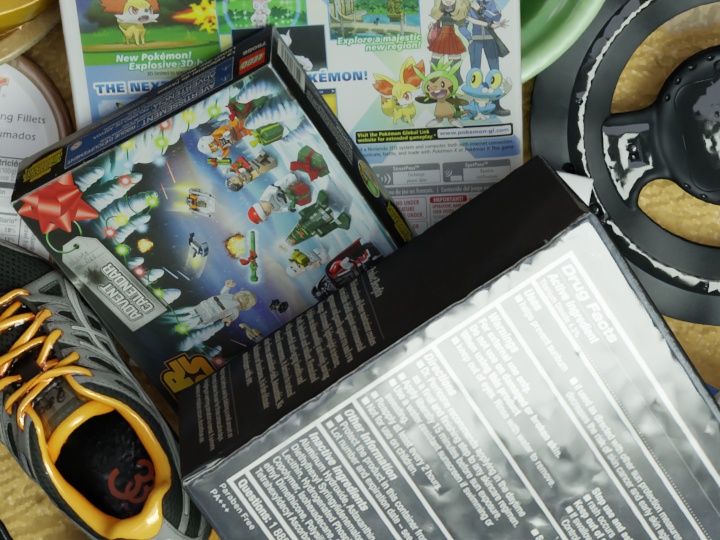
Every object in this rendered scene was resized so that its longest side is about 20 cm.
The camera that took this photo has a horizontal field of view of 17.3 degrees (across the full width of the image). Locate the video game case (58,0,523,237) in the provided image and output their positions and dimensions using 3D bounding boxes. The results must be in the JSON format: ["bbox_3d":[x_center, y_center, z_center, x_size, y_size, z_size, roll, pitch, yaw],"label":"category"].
[{"bbox_3d":[-0.027,-0.061,1.065,0.199,0.022,0.183,-3,123,2],"label":"video game case"}]

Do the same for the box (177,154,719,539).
[{"bbox_3d":[0.058,0.093,1.014,0.198,0.123,0.200,-33,106,5],"label":"box"}]

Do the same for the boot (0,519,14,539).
[{"bbox_3d":[-0.197,0.126,1.029,0.073,0.162,0.199,-35,99,1],"label":"boot"}]

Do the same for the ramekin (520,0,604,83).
[{"bbox_3d":[0.021,-0.174,1.117,0.199,0.098,0.201,0,91,-8],"label":"ramekin"}]

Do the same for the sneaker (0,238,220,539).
[{"bbox_3d":[-0.136,0.053,1.061,0.078,0.077,0.200,-44,78,-4],"label":"sneaker"}]

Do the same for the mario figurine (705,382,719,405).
[{"bbox_3d":[0.212,0.073,1.139,0.199,0.106,0.124,28,49,4],"label":"mario figurine"}]

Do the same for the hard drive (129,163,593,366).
[{"bbox_3d":[0.000,0.000,1.139,0.199,0.025,0.133,12,95,-2],"label":"hard drive"}]

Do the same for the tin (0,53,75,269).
[{"bbox_3d":[-0.193,-0.012,1.121,0.111,0.042,0.201,5,90,-13],"label":"tin"}]

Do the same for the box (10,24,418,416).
[{"bbox_3d":[-0.045,0.003,1.070,0.137,0.040,0.200,-27,119,17],"label":"box"}]

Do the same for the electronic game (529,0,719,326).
[{"bbox_3d":[0.182,-0.071,1.159,0.199,0.042,0.201,1,100,4],"label":"electronic game"}]

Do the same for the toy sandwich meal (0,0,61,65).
[{"bbox_3d":[-0.200,-0.180,1.081,0.204,0.070,0.206,2,77,-11],"label":"toy sandwich meal"}]
